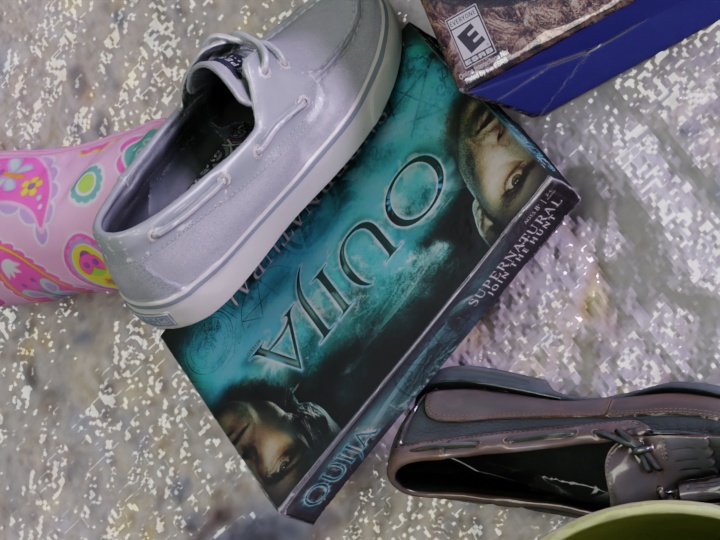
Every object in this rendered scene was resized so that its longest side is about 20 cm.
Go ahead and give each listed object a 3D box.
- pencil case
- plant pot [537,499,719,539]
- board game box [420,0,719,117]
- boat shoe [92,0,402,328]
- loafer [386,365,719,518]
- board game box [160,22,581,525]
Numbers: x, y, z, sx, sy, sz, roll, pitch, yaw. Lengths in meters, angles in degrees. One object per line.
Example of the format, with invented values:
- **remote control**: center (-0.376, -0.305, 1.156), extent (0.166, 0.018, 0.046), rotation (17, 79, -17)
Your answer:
- **pencil case**: center (-0.157, -0.026, 1.055), extent (0.199, 0.087, 0.088), rotation (-3, 85, 32)
- **plant pot**: center (0.152, 0.180, 0.845), extent (0.186, 0.200, 0.188), rotation (-1, 87, 25)
- **board game box**: center (0.090, -0.196, 0.954), extent (0.159, 0.097, 0.201), rotation (-28, 76, 21)
- **boat shoe**: center (-0.050, -0.068, 0.966), extent (0.070, 0.072, 0.201), rotation (13, 57, 38)
- **loafer**: center (0.106, 0.089, 0.938), extent (0.199, 0.063, 0.072), rotation (5, 125, 30)
- **board game box**: center (0.000, 0.000, 0.996), extent (0.200, 0.028, 0.135), rotation (-52, 46, 13)
